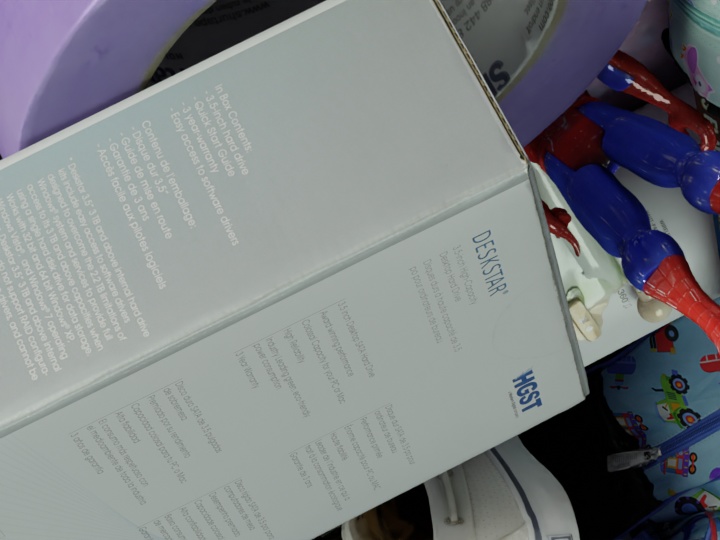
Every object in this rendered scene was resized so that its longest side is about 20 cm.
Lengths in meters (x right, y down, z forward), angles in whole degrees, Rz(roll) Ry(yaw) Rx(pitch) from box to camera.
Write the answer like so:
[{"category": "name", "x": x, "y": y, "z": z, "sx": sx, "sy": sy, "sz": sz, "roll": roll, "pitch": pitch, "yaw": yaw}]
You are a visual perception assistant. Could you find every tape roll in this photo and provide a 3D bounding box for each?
[{"category": "tape roll", "x": -0.019, "y": -0.089, "z": 0.726, "sx": 0.200, "sy": 0.085, "sz": 0.200, "roll": -22, "pitch": 152, "yaw": -12}]

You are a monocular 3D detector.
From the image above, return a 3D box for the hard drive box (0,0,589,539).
[{"category": "hard drive box", "x": -0.045, "y": 0.022, "z": 0.719, "sx": 0.200, "sy": 0.077, "sz": 0.156, "roll": -26, "pitch": 152, "yaw": -2}]

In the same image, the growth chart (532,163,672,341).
[{"category": "growth chart", "x": 0.000, "y": 0.000, "z": 0.900, "sx": 0.200, "sy": 0.018, "sz": 0.145, "roll": -25, "pitch": 116, "yaw": -1}]

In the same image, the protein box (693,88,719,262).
[{"category": "protein box", "x": 0.261, "y": -0.023, "z": 0.883, "sx": 0.198, "sy": 0.200, "sz": 0.135, "roll": -31, "pitch": 125, "yaw": -25}]

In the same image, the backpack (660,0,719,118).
[{"category": "backpack", "x": 0.187, "y": -0.116, "z": 0.801, "sx": 0.199, "sy": 0.167, "sz": 0.127, "roll": -17, "pitch": 118, "yaw": -17}]

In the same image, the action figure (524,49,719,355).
[{"category": "action figure", "x": 0.092, "y": -0.024, "z": 0.811, "sx": 0.099, "sy": 0.200, "sz": 0.065, "roll": 31, "pitch": 99, "yaw": -45}]

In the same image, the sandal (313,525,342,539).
[{"category": "sandal", "x": 0.018, "y": 0.115, "z": 1.137, "sx": 0.199, "sy": 0.081, "sz": 0.054, "roll": -19, "pitch": 168, "yaw": -12}]

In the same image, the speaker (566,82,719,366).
[{"category": "speaker", "x": 0.065, "y": 0.005, "z": 0.971, "sx": 0.200, "sy": 0.081, "sz": 0.081, "roll": -28, "pitch": 153, "yaw": 1}]

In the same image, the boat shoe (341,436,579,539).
[{"category": "boat shoe", "x": 0.025, "y": 0.092, "z": 1.009, "sx": 0.070, "sy": 0.200, "sz": 0.071, "roll": -3, "pitch": 106, "yaw": -14}]

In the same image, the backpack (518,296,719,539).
[{"category": "backpack", "x": 0.183, "y": 0.059, "z": 1.073, "sx": 0.182, "sy": 0.135, "sz": 0.200, "roll": -9, "pitch": 164, "yaw": -30}]
